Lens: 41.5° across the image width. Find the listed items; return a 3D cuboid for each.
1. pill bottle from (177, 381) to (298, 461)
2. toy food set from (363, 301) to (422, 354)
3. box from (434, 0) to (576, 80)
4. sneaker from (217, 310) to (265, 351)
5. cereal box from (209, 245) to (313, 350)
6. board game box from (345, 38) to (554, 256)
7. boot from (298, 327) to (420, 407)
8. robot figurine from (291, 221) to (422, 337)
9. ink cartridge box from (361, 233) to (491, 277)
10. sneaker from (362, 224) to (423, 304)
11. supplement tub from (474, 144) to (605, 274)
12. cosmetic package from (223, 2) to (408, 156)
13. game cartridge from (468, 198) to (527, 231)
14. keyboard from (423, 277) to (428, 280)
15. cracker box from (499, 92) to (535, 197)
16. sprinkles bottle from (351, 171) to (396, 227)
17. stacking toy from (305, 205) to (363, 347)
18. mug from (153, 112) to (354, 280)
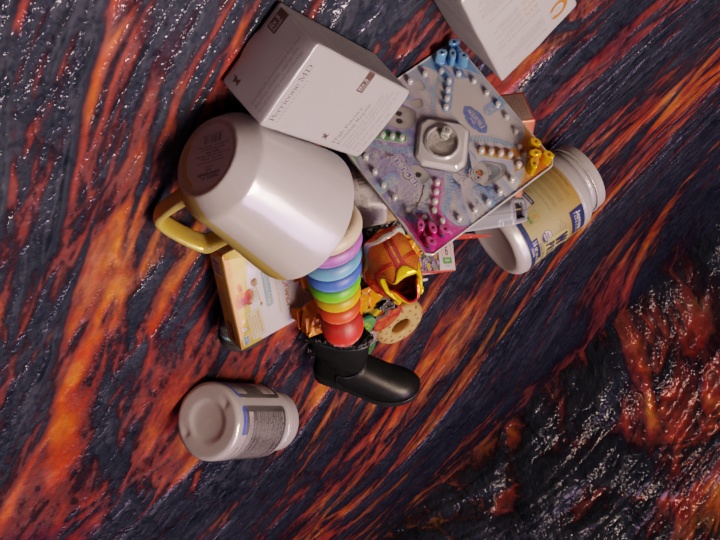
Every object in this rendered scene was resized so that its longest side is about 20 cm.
[{"bbox_3d":[-0.181,0.231,1.460,0.114,0.114,0.199,-46,156,12],"label":"pill bottle"},{"bbox_3d":[0.029,0.086,1.624,0.196,0.049,0.201,-33,156,-21],"label":"toy food set"},{"bbox_3d":[0.147,-0.319,1.036,0.124,0.098,0.200,-44,157,6],"label":"box"},{"bbox_3d":[-0.107,0.036,1.285,0.199,0.076,0.080,-36,155,-15],"label":"sneaker"},{"bbox_3d":[-0.091,-0.006,1.216,0.198,0.039,0.146,-29,129,-27],"label":"cereal box"},{"bbox_3d":[0.096,-0.151,1.114,0.198,0.201,0.026,-35,167,-14],"label":"board game box"},{"bbox_3d":[0.002,0.140,1.509,0.164,0.194,0.074,90,16,-57],"label":"boot"},{"bbox_3d":[0.000,0.000,1.232,0.198,0.058,0.148,-24,128,-31],"label":"robot figurine"},{"bbox_3d":[0.083,-0.017,1.383,0.197,0.052,0.108,-7,177,34],"label":"ink cartridge box"},{"bbox_3d":[0.042,0.012,1.139,0.072,0.078,0.200,-27,165,3],"label":"sneaker"},{"bbox_3d":[0.298,-0.105,1.595,0.199,0.145,0.145,-36,157,-12],"label":"supplement tub"},{"bbox_3d":[-0.040,-0.192,0.993,0.102,0.074,0.199,-50,157,19],"label":"cosmetic package"},{"bbox_3d":[0.151,-0.071,1.274,0.131,0.041,0.200,-11,-179,15],"label":"game cartridge"},{"bbox_3d":[0.008,0.022,1.426,0.197,0.011,0.056,-5,174,-33],"label":"keyboard"},{"bbox_3d":[0.114,-0.147,1.214,0.195,0.058,0.135,-9,141,-8],"label":"cracker box"},{"bbox_3d":[-0.024,-0.079,1.138,0.196,0.069,0.069,-12,150,-12],"label":"sprinkles bottle"},{"bbox_3d":[-0.027,0.013,1.117,0.085,0.085,0.202,-32,139,-20],"label":"stacking toy"},{"bbox_3d":[-0.119,-0.072,0.986,0.187,0.150,0.152,-50,140,10],"label":"mug"}]
